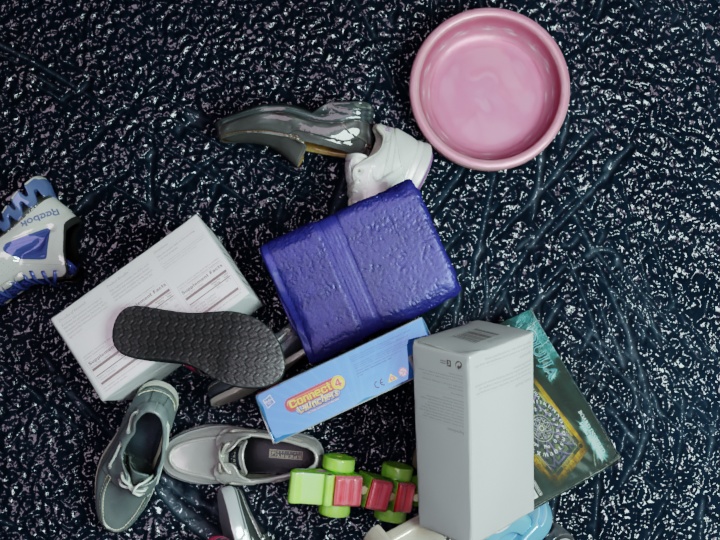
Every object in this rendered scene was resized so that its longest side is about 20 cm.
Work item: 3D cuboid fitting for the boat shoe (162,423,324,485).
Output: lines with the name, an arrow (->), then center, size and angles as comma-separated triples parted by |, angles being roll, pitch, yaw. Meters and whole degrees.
boat shoe -> -0.142, 0.221, 1.246 | 0.196, 0.066, 0.073 | 5, 83, 1

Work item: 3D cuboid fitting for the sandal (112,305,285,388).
sandal -> -0.168, 0.078, 1.127 | 0.197, 0.045, 0.076 | 11, 79, 15

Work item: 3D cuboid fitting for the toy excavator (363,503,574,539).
toy excavator -> 0.114, 0.293, 1.164 | 0.194, 0.100, 0.201 | -44, 124, -7

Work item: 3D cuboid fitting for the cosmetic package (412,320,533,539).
cosmetic package -> 0.118, 0.164, 1.087 | 0.080, 0.112, 0.204 | 12, 107, 44

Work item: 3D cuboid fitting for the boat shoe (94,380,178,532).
boat shoe -> -0.264, 0.225, 1.219 | 0.072, 0.062, 0.202 | 21, 107, -11

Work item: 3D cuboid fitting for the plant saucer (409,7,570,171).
plant saucer -> 0.158, -0.220, 1.308 | 0.197, 0.051, 0.204 | 0, 82, 2

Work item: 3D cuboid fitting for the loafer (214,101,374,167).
loafer -> -0.080, -0.164, 1.295 | 0.196, 0.073, 0.074 | -3, 87, 2

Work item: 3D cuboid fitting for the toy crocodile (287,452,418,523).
toy crocodile -> 0.009, 0.255, 1.221 | 0.197, 0.062, 0.069 | 11, 89, -25

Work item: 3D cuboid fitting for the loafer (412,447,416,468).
loafer -> 0.148, 0.178, 1.240 | 0.199, 0.076, 0.068 | -38, 70, -4

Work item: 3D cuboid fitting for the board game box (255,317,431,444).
board game box -> -0.014, 0.120, 1.190 | 0.197, 0.196, 0.057 | -25, 87, -3

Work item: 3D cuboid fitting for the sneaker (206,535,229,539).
sneaker -> -0.176, 0.396, 1.207 | 0.075, 0.080, 0.202 | 49, 119, 45

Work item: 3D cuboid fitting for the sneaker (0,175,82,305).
sneaker -> -0.403, -0.004, 1.272 | 0.114, 0.081, 0.201 | 34, 83, 7

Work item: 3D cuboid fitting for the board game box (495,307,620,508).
board game box -> 0.188, 0.155, 1.192 | 0.134, 0.028, 0.202 | -21, 70, -23

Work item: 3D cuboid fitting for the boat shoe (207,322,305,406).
boat shoe -> -0.101, 0.091, 1.259 | 0.198, 0.075, 0.062 | -32, 85, -5

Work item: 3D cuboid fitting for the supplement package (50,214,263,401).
supplement package -> -0.229, 0.047, 1.225 | 0.199, 0.156, 0.112 | -35, 85, -4

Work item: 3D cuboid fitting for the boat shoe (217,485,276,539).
boat shoe -> -0.117, 0.347, 1.236 | 0.056, 0.069, 0.203 | -16, 83, -22

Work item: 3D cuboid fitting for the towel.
towel -> 0.000, 0.000, 1.208 | 0.197, 0.050, 0.150 | -24, 91, 2

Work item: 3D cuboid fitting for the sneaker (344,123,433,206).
sneaker -> 0.007, -0.082, 1.272 | 0.099, 0.075, 0.202 | 30, 78, -13

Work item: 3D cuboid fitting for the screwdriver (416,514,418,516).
screwdriver -> 0.039, 0.327, 1.225 | 0.200, 0.029, 0.028 | -44, 87, 10
